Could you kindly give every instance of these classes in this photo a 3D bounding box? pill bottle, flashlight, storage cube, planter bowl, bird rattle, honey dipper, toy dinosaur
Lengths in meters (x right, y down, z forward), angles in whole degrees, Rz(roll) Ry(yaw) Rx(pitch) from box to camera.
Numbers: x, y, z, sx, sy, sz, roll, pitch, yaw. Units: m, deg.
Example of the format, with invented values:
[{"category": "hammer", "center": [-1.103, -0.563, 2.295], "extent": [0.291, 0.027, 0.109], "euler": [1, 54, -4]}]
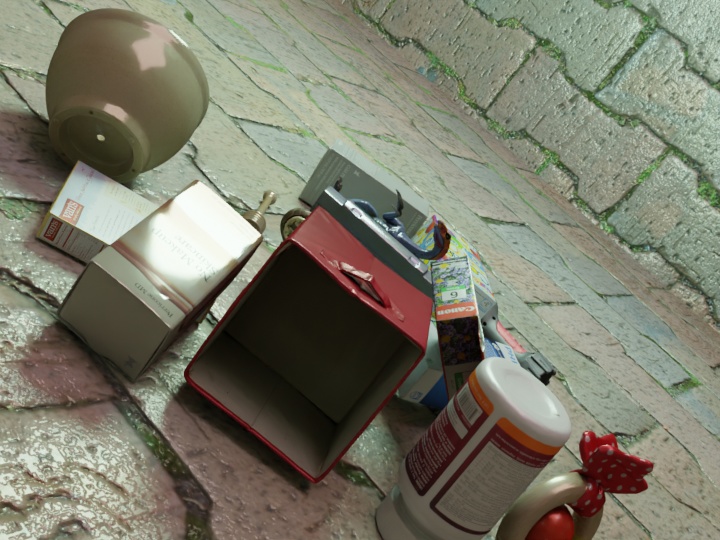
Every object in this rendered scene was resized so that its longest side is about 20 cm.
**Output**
[{"category": "pill bottle", "center": [0.105, 0.192, 0.913], "extent": [0.109, 0.201, 0.110], "euler": [31, 21, -13]}, {"category": "flashlight", "center": [0.233, 0.106, 1.509], "extent": [0.067, 0.068, 0.200], "euler": [2, 38, -50]}, {"category": "storage cube", "center": [-0.045, 0.067, 0.950], "extent": [0.170, 0.201, 0.180], "euler": [38, 15, -3]}, {"category": "planter bowl", "center": [-0.298, -0.193, 1.138], "extent": [0.199, 0.200, 0.136], "euler": [30, 48, -17]}, {"category": "bird rattle", "center": [0.216, 0.264, 0.980], "extent": [0.161, 0.202, 0.113], "euler": [-8, 42, -29]}, {"category": "honey dipper", "center": [-0.143, -0.082, 1.344], "extent": [0.038, 0.038, 0.200], "euler": [34, 17, -6]}, {"category": "toy dinosaur", "center": [0.035, -0.065, 1.343], "extent": [0.179, 0.106, 0.200], "euler": [23, 5, -17]}]

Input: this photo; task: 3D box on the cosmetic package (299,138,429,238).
[{"category": "cosmetic package", "center": [0.009, -0.116, 1.567], "extent": [0.199, 0.107, 0.090], "euler": [34, 20, -3]}]

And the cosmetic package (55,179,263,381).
[{"category": "cosmetic package", "center": [-0.192, 0.003, 0.929], "extent": [0.103, 0.087, 0.200], "euler": [40, 34, -3]}]

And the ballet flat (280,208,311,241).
[{"category": "ballet flat", "center": [-0.033, 0.007, 1.187], "extent": [0.201, 0.067, 0.046], "euler": [54, 18, -3]}]

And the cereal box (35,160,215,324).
[{"category": "cereal box", "center": [-0.249, -0.034, 1.049], "extent": [0.198, 0.040, 0.144], "euler": [30, 23, -17]}]

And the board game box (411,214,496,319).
[{"category": "board game box", "center": [0.127, 0.014, 1.457], "extent": [0.104, 0.103, 0.201], "euler": [37, 18, -16]}]

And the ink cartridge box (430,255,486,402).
[{"category": "ink cartridge box", "center": [0.110, 0.080, 1.033], "extent": [0.049, 0.110, 0.201], "euler": [-8, 28, 6]}]

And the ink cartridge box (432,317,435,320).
[{"category": "ink cartridge box", "center": [0.137, 0.157, 1.268], "extent": [0.144, 0.048, 0.201], "euler": [30, 28, -17]}]

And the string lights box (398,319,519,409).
[{"category": "string lights box", "center": [0.126, 0.127, 1.181], "extent": [0.198, 0.059, 0.103], "euler": [21, 30, -34]}]

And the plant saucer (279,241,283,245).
[{"category": "plant saucer", "center": [-0.040, 0.050, 1.131], "extent": [0.201, 0.027, 0.200], "euler": [49, -7, 8]}]

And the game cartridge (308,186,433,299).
[{"category": "game cartridge", "center": [0.000, 0.000, 1.219], "extent": [0.199, 0.130, 0.038], "euler": [41, 22, 3]}]
